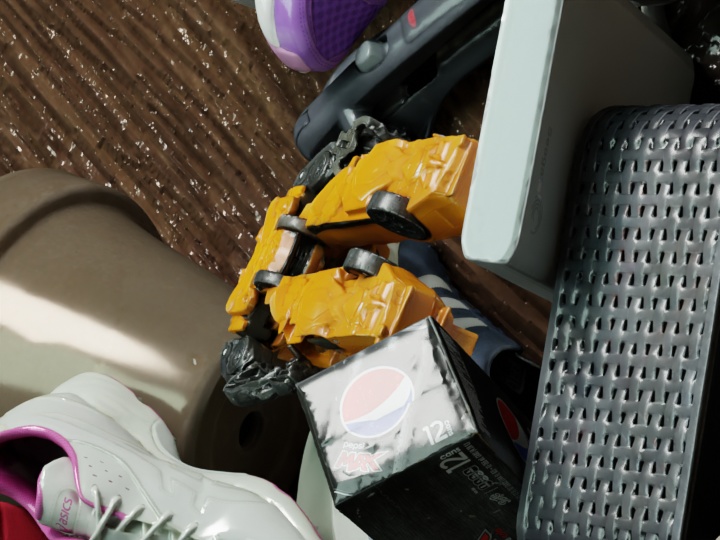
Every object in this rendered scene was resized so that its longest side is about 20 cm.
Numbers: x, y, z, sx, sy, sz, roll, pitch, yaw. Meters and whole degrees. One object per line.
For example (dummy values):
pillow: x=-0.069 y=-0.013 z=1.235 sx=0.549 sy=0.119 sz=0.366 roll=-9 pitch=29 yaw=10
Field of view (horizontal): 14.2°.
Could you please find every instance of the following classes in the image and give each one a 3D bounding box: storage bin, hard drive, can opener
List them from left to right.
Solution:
can opener: x=0.040 y=-0.116 z=1.427 sx=0.200 sy=0.063 sz=0.079 roll=-39 pitch=53 yaw=35
hard drive: x=0.098 y=-0.052 z=1.241 sx=0.026 sy=0.200 sz=0.133 roll=8 pitch=84 yaw=22
storage bin: x=0.153 y=0.040 z=1.185 sx=0.093 sy=0.135 sz=0.201 roll=3 pitch=81 yaw=48

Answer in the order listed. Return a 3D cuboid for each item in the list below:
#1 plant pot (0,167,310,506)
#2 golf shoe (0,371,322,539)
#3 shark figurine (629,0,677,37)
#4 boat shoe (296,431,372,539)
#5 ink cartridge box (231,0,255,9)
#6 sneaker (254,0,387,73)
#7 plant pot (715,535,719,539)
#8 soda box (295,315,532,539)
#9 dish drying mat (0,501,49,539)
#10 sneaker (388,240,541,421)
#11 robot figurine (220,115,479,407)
plant pot: x=-0.121 y=0.062 z=1.488 sx=0.174 sy=0.200 sz=0.201 roll=16 pitch=90 yaw=31
golf shoe: x=-0.098 y=0.119 z=1.328 sx=0.199 sy=0.091 sz=0.076 roll=29 pitch=116 yaw=33
shark figurine: x=0.167 y=-0.189 z=1.312 sx=0.089 sy=0.128 sz=0.216 roll=0 pitch=58 yaw=24
boat shoe: x=0.016 y=0.143 z=1.337 sx=0.201 sy=0.071 sz=0.070 roll=-107 pitch=29 yaw=-51
ink cartridge box: x=-0.057 y=-0.250 z=1.518 sx=0.084 sy=0.144 sz=0.201 roll=-24 pitch=61 yaw=43
sneaker: x=0.022 y=-0.183 z=1.432 sx=0.088 sy=0.081 sz=0.201 roll=16 pitch=66 yaw=35
plant pot: x=0.272 y=0.095 z=0.992 sx=0.177 sy=0.199 sz=0.200 roll=51 pitch=118 yaw=23
soda box: x=0.049 y=0.098 z=1.235 sx=0.070 sy=0.200 sz=0.064 roll=-27 pitch=54 yaw=12
dish drying mat: x=-0.112 y=0.168 z=1.406 sx=0.018 sy=0.200 sz=0.077 roll=-23 pitch=61 yaw=32
sneaker: x=0.046 y=0.043 z=1.373 sx=0.200 sy=0.084 sz=0.075 roll=-95 pitch=7 yaw=-53
robot figurine: x=0.000 y=0.000 z=1.300 sx=0.146 sy=0.058 sz=0.200 roll=-66 pitch=19 yaw=-13
